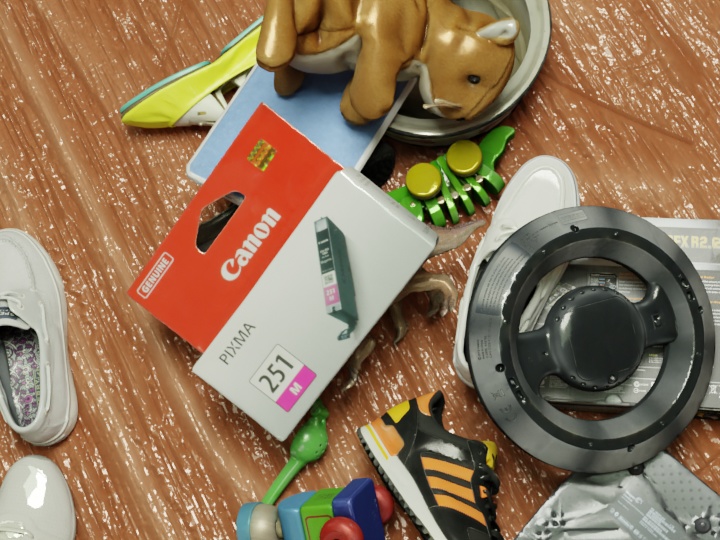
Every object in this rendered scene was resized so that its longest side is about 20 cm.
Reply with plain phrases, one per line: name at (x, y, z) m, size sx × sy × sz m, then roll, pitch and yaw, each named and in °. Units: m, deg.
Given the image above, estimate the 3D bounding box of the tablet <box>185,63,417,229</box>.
tablet at (-0.041, -0.131, 0.938) m, size 0.130 × 0.014 × 0.200 m, roll 26°, pitch 72°, yaw 15°

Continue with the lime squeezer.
lime squeezer at (-0.058, 0.120, 0.950) m, size 0.070 × 0.038 × 0.201 m, roll -11°, pitch 71°, yaw 37°

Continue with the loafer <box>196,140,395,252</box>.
loafer at (-0.067, -0.066, 0.985) m, size 0.200 × 0.073 × 0.071 m, roll -31°, pitch 67°, yaw -10°

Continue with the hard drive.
hard drive at (0.189, 0.231, 0.875) m, size 0.135 × 0.042 × 0.200 m, roll 40°, pitch 83°, yaw 16°

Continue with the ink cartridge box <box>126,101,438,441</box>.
ink cartridge box at (-0.067, 0.001, 0.870) m, size 0.173 × 0.044 × 0.200 m, roll 38°, pitch 104°, yaw 0°

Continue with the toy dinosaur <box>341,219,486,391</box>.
toy dinosaur at (0.000, 0.000, 0.921) m, size 0.200 × 0.086 × 0.136 m, roll -38°, pitch 92°, yaw 18°

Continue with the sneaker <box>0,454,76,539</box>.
sneaker at (-0.282, 0.247, 0.914) m, size 0.070 × 0.080 × 0.201 m, roll 4°, pitch 73°, yaw 10°

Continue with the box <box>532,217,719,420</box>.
box at (0.206, 0.036, 0.926) m, size 0.199 × 0.048 × 0.159 m, roll 2°, pitch 73°, yaw 8°

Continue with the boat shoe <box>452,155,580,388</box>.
boat shoe at (0.125, -0.003, 0.889) m, size 0.073 × 0.065 × 0.201 m, roll 14°, pitch 77°, yaw 13°

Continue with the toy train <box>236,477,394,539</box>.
toy train at (-0.024, 0.267, 0.883) m, size 0.115 × 0.085 × 0.201 m, roll -9°, pitch 98°, yaw 23°

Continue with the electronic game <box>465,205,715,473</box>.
electronic game at (0.174, 0.051, 0.851) m, size 0.199 × 0.042 × 0.201 m, roll 1°, pitch 86°, yaw -13°

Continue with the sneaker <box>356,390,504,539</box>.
sneaker at (0.080, 0.173, 0.874) m, size 0.090 × 0.070 × 0.200 m, roll -34°, pitch 53°, yaw -7°

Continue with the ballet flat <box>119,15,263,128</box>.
ballet flat at (-0.119, -0.170, 1.024) m, size 0.200 × 0.067 × 0.067 m, roll -34°, pitch 94°, yaw -5°

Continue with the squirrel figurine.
squirrel figurine at (0.034, -0.208, 0.875) m, size 0.186 × 0.142 × 0.201 m, roll 12°, pitch 83°, yaw 2°

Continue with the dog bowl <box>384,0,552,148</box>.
dog bowl at (0.066, -0.197, 0.998) m, size 0.199 × 0.074 × 0.201 m, roll -2°, pitch 73°, yaw 6°

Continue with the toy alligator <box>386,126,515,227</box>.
toy alligator at (0.055, -0.054, 0.966) m, size 0.200 × 0.059 × 0.054 m, roll -30°, pitch 73°, yaw -2°

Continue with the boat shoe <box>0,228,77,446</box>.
boat shoe at (-0.296, 0.051, 0.976) m, size 0.072 × 0.069 × 0.201 m, roll -12°, pitch 73°, yaw 4°
